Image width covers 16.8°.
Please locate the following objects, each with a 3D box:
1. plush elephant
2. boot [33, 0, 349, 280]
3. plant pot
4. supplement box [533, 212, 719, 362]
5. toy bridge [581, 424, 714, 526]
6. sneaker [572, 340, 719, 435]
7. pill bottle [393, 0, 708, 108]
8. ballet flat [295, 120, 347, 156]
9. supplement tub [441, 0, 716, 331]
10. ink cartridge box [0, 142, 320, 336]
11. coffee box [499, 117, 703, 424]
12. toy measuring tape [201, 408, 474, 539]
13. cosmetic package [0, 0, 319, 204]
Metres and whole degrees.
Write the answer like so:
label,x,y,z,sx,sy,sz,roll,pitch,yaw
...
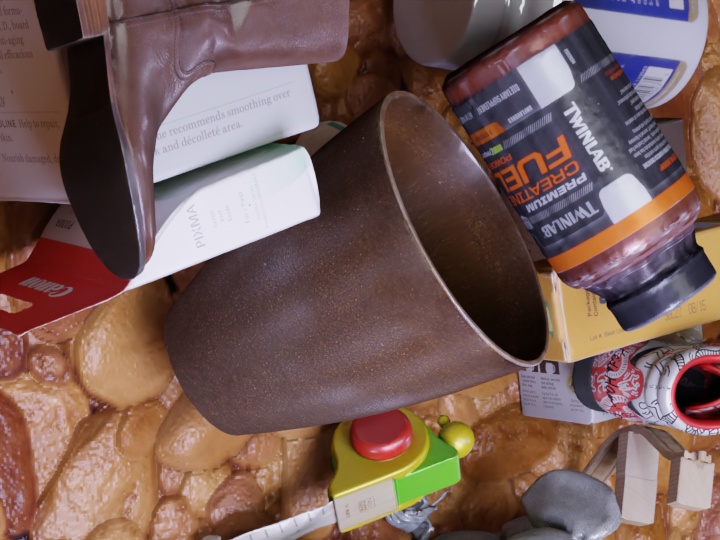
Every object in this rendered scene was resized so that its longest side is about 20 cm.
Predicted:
label,x,y,z,sx,sy,sz,roll,pitch,yaw
plush elephant,0.111,0.222,1.645,0.165,0.155,0.200,-47,117,-25
boot,-0.075,-0.106,1.357,0.200,0.064,0.187,-17,104,-39
plant pot,-0.017,0.017,1.512,0.187,0.200,0.187,48,25,-31
supplement box,0.196,0.009,1.657,0.200,0.069,0.067,-14,99,-32
toy bridge,0.189,0.141,1.677,0.027,0.200,0.067,12,74,-18
sneaker,0.253,0.083,1.675,0.201,0.108,0.067,6,92,-35
pill bottle,0.128,-0.176,1.666,0.200,0.120,0.120,3,90,-36
ballet flat,0.000,0.000,1.613,0.069,0.069,0.200,-17,102,-34
supplement tub,0.145,-0.063,1.545,0.107,0.107,0.200,-34,93,-30
ink cartridge box,-0.145,-0.026,1.433,0.200,0.161,0.050,-20,105,-25
coffee box,0.171,-0.002,1.728,0.114,0.080,0.200,-12,99,-34
toy measuring tape,-0.020,0.137,1.616,0.200,0.074,0.074,-20,104,-13
cosmetic package,-0.152,-0.157,1.433,0.167,0.166,0.200,-20,104,-34
